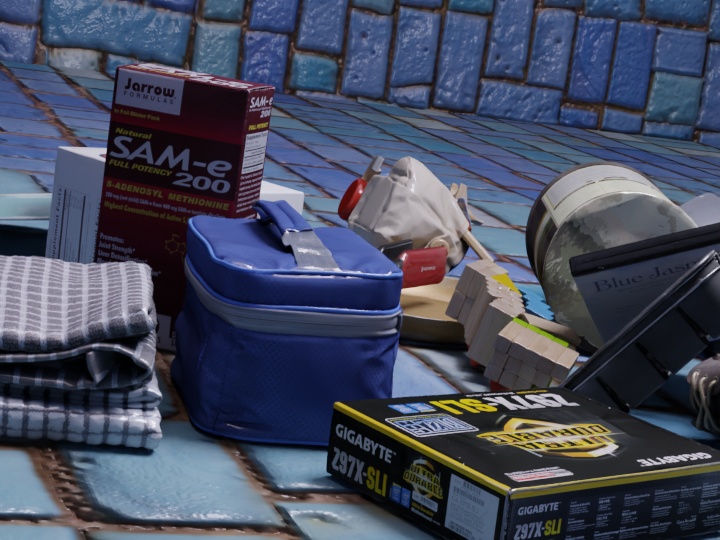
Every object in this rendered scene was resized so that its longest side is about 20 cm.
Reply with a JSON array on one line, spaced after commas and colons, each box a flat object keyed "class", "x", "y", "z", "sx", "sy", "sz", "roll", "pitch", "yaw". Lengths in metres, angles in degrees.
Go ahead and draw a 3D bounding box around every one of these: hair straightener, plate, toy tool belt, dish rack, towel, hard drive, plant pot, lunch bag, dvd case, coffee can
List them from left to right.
[{"class": "plate", "x": -0.312, "y": -0.057, "z": 1.517, "sx": 0.198, "sy": 0.026, "sz": 0.200, "roll": -1, "pitch": 1, "yaw": 0}, {"class": "towel", "x": -0.208, "y": 0.039, "z": 1.045, "sx": 0.164, "sy": 0.086, "sz": 0.200, "roll": 6, "pitch": 11, "yaw": -11}, {"class": "lunch bag", "x": -0.051, "y": 0.025, "z": 1.114, "sx": 0.135, "sy": 0.134, "sz": 0.200, "roll": 5, "pitch": 12, "yaw": -17}, {"class": "hair straightener", "x": 0.000, "y": 0.000, "z": 1.427, "sx": 0.076, "sy": 0.041, "sz": 0.200, "roll": 14, "pitch": 16, "yaw": 27}, {"class": "toy tool belt", "x": 0.055, "y": -0.038, "z": 1.632, "sx": 0.122, "sy": 0.126, "sz": 0.200, "roll": 29, "pitch": -3, "yaw": -15}, {"class": "plant pot", "x": 0.050, "y": 0.032, "z": 1.448, "sx": 0.198, "sy": 0.028, "sz": 0.200, "roll": 9, "pitch": 11, "yaw": -2}, {"class": "coffee can", "x": 0.228, "y": -0.014, "z": 1.499, "sx": 0.145, "sy": 0.148, "sz": 0.200, "roll": 8, "pitch": 11, "yaw": 0}, {"class": "dish rack", "x": 0.226, "y": 0.047, "z": 1.206, "sx": 0.055, "sy": 0.153, "sz": 0.200, "roll": 50, "pitch": 20, "yaw": 8}, {"class": "dvd case", "x": 0.251, "y": 0.019, "z": 1.307, "sx": 0.141, "sy": 0.018, "sz": 0.200, "roll": -13, "pitch": -26, "yaw": 13}, {"class": "hard drive", "x": 0.326, "y": 0.005, "z": 1.536, "sx": 0.042, "sy": 0.136, "sz": 0.200, "roll": -6, "pitch": 12, "yaw": 3}]

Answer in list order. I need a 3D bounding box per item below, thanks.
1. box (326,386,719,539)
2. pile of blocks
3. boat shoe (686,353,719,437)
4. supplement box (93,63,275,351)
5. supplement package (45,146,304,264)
[{"class": "box", "x": 0.103, "y": 0.117, "z": 0.989, "sx": 0.199, "sy": 0.050, "sz": 0.159, "roll": 0, "pitch": 12, "yaw": -38}, {"class": "pile of blocks", "x": 0.117, "y": 0.057, "z": 1.287, "sx": 0.081, "sy": 0.063, "sz": 0.200, "roll": 19, "pitch": 18, "yaw": -13}, {"class": "boat shoe", "x": 0.271, "y": 0.099, "z": 1.187, "sx": 0.073, "sy": 0.075, "sz": 0.200, "roll": -2, "pitch": 2, "yaw": 12}, {"class": "supplement box", "x": -0.134, "y": -0.045, "z": 1.229, "sx": 0.108, "sy": 0.202, "sz": 0.061, "roll": 11, "pitch": 11, "yaw": 14}, {"class": "supplement package", "x": -0.160, "y": -0.032, "z": 1.389, "sx": 0.199, "sy": 0.111, "sz": 0.113, "roll": 18, "pitch": 14, "yaw": 41}]
